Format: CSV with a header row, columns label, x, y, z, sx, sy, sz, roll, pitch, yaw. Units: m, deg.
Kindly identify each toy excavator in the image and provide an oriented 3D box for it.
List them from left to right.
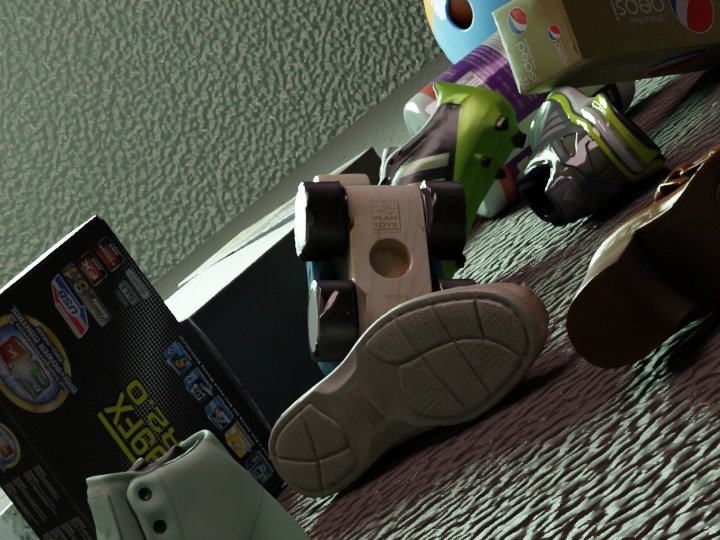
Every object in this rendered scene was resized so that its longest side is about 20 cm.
label,x,y,z,sx,sy,sz,roll,pitch,yaw
toy excavator,0.000,0.000,1.413,0.099,0.196,0.200,-1,-24,-11

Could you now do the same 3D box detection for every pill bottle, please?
label,x,y,z,sx,sy,sz,roll,pitch,yaw
pill bottle,0.141,-0.143,1.755,0.200,0.112,0.111,-38,7,-10

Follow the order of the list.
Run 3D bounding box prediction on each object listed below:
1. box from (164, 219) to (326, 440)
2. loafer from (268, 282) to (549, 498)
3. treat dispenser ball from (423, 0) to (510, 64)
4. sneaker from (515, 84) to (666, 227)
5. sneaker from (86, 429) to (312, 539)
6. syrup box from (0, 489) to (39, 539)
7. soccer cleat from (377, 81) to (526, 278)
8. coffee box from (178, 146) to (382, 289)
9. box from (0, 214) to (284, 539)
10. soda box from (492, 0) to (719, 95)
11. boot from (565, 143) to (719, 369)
label,x,y,z,sx,sy,sz,roll,pitch,yaw
box,-0.088,0.056,1.633,0.148,0.105,0.200,-41,8,-35
loafer,0.030,0.055,1.228,0.200,0.072,0.063,-35,-1,37
treat dispenser ball,0.156,-0.260,2.068,0.200,0.201,0.201,-36,7,5
sneaker,0.136,-0.073,1.515,0.081,0.074,0.200,-41,5,-2
sneaker,-0.112,0.160,1.027,0.200,0.119,0.074,-43,11,-33
syrup box,-0.229,0.196,1.524,0.081,0.079,0.200,-32,9,33
soccer cleat,0.038,-0.037,1.551,0.081,0.068,0.201,22,77,36
coffee box,-0.055,-0.017,2.030,0.200,0.080,0.113,-30,8,45
box,-0.146,0.089,1.321,0.044,0.201,0.160,-31,8,37
soda box,0.190,-0.173,1.603,0.199,0.064,0.068,-12,-11,-42
boot,0.186,-0.039,1.046,0.199,0.074,0.155,-30,5,28
